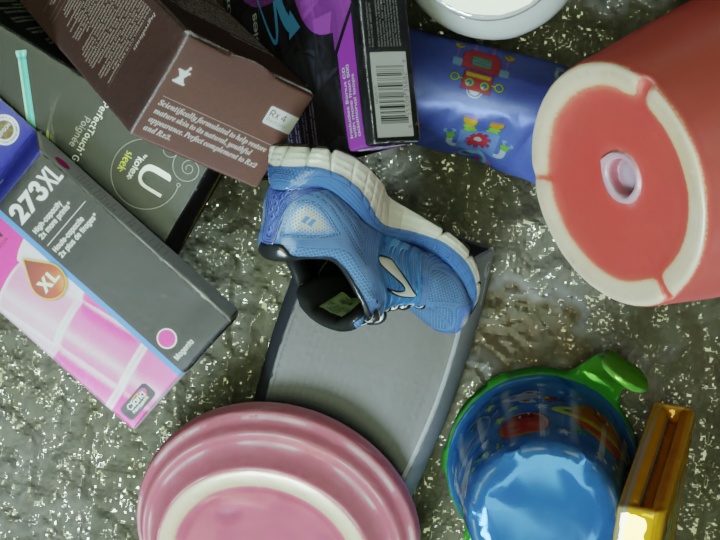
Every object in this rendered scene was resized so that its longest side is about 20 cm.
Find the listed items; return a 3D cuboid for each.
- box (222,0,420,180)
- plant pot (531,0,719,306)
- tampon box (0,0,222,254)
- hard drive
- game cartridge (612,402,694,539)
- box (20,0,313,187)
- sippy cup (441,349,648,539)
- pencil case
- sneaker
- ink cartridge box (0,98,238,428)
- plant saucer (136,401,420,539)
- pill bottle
[{"bbox_3d":[-0.030,-0.135,0.972,0.036,0.200,0.144,-5,89,-25],"label":"box"},{"bbox_3d":[0.211,-0.072,0.928,0.177,0.200,0.202,-18,99,-31],"label":"plant pot"},{"bbox_3d":[-0.203,-0.071,1.042,0.199,0.126,0.150,32,102,-1],"label":"tampon box"},{"bbox_3d":[0.003,0.061,1.086,0.134,0.042,0.201,19,101,2],"label":"hard drive"},{"bbox_3d":[0.179,0.207,1.013,0.032,0.176,0.201,8,108,16],"label":"game cartridge"},{"bbox_3d":[-0.123,-0.139,0.981,0.100,0.200,0.075,22,105,-40],"label":"box"},{"bbox_3d":[0.120,0.143,1.044,0.139,0.130,0.179,-2,100,6],"label":"sippy cup"},{"bbox_3d":[0.071,-0.106,1.036,0.199,0.087,0.078,14,59,3],"label":"pencil case"},{"bbox_3d":[0.000,0.000,0.971,0.078,0.200,0.090,8,72,42],"label":"sneaker"},{"bbox_3d":[-0.179,-0.004,0.971,0.200,0.037,0.095,42,101,-1],"label":"ink cartridge box"},{"bbox_3d":[-0.060,0.187,1.082,0.199,0.051,0.202,5,117,10],"label":"plant saucer"},{"bbox_3d":[0.080,-0.197,0.956,0.114,0.200,0.115,1,100,6],"label":"pill bottle"}]
